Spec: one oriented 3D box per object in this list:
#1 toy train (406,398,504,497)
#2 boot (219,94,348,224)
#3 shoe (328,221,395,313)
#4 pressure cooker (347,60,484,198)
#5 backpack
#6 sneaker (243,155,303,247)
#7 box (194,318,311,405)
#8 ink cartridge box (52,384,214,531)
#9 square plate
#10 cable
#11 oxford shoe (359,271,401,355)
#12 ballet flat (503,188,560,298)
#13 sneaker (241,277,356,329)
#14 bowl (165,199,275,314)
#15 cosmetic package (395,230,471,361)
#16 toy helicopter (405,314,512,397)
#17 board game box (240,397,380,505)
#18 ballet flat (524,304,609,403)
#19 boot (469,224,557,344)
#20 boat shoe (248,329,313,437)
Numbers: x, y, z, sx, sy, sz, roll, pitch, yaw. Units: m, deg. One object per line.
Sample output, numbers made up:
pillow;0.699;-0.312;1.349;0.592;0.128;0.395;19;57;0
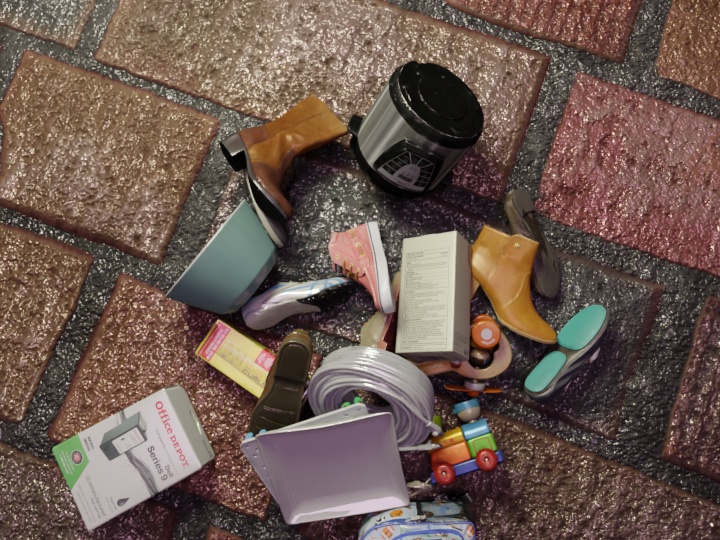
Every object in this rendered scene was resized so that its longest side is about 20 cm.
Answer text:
toy train;0.125;0.295;0.893;0.199;0.085;0.116;-20;66;6
boot;-0.107;-0.191;0.918;0.200;0.069;0.188;-31;66;-19
shoe;0.000;0.000;0.900;0.091;0.072;0.200;-13;45;3
pressure cooker;0.088;-0.219;0.907;0.178;0.200;0.176;-19;73;-36
backpack;0.085;0.455;0.833;0.190;0.154;0.201;-2;84;10
sneaker;-0.139;-0.147;0.953;0.106;0.075;0.201;-20;81;-3
box;-0.175;0.166;0.920;0.200;0.050;0.075;35;84;5
ink cartridge box;-0.365;0.298;0.884;0.200;0.084;0.146;-29;83;-4
square plate;-0.037;0.295;0.812;0.199;0.028;0.199;-10;118;2
cable;0.018;0.203;0.851;0.199;0.069;0.200;-18;116;31
oxford shoe;0.036;0.086;0.923;0.075;0.070;0.201;6;64;33
ballet flat;0.298;-0.046;0.956;0.067;0.046;0.201;-19;87;-34
sneaker;-0.107;0.042;0.932;0.199;0.072;0.073;-16;55;-9
bowl;-0.214;-0.007;0.890;0.105;0.201;0.201;39;83;-13
cosmetic package;0.122;0.044;0.889;0.105;0.071;0.201;-6;67;32
toy helicopter;0.159;0.162;0.920;0.199;0.079;0.133;-17;91;8
board game box;-0.054;0.300;0.844;0.199;0.026;0.200;-20;117;7
ballet flat;0.355;0.147;0.917;0.073;0.073;0.200;42;81;6
boot;0.268;0.020;0.910;0.201;0.071;0.144;30;107;11
boat shoe;-0.119;0.189;0.859;0.072;0.068;0.201;23;104;-6
